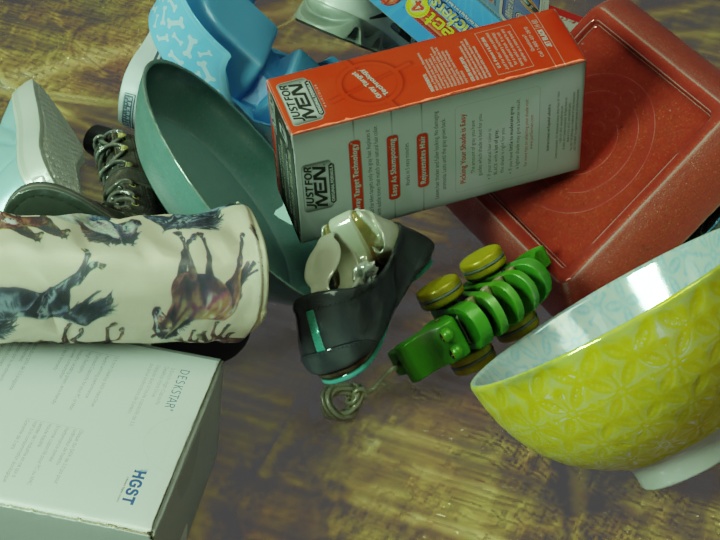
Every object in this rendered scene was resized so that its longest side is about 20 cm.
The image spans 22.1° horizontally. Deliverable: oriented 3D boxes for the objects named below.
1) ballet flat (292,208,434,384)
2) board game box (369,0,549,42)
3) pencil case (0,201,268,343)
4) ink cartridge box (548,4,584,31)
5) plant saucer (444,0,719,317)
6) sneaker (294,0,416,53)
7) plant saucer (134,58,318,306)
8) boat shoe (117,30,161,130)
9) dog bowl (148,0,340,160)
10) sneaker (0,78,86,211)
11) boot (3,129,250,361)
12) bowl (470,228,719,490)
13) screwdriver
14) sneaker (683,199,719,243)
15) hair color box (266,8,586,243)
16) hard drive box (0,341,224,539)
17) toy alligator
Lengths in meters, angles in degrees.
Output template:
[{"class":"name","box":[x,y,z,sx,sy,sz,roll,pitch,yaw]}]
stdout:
[{"class":"ballet flat","box":[0.000,0.000,1.158,0.073,0.073,0.200,13,25,9]},{"class":"board game box","box":[0.052,-0.242,1.367,0.196,0.056,0.200,39,29,-15]},{"class":"pencil case","box":[-0.155,0.000,1.044,0.199,0.078,0.090,0,31,-15]},{"class":"ink cartridge box","box":[0.137,-0.154,1.456,0.116,0.068,0.200,24,38,23]},{"class":"plant saucer","box":[0.159,-0.082,1.269,0.037,0.200,0.200,37,9,-46]},{"class":"sneaker","box":[0.022,-0.211,1.442,0.074,0.089,0.200,23,5,19]},{"class":"plant saucer","box":[-0.086,-0.049,1.210,0.200,0.036,0.200,48,16,-18]},{"class":"boat shoe","box":[-0.119,-0.165,1.433,0.090,0.071,0.201,14,42,2]},{"class":"dog bowl","box":[-0.070,-0.140,1.331,0.200,0.050,0.112,41,30,-17]},{"class":"sneaker","box":[-0.241,-0.073,1.274,0.082,0.074,0.200,-29,21,4]},{"class":"boot","box":[-0.154,-0.034,1.185,0.200,0.069,0.174,36,22,-35]},{"class":"bowl","box":[0.176,0.064,1.095,0.200,0.200,0.108,-32,93,-42]},{"class":"screwdriver","box":[-0.115,-0.054,1.314,0.200,0.028,0.029,30,70,20]},{"class":"sneaker","box":[0.257,-0.053,1.246,0.200,0.073,0.082,-51,49,0]},{"class":"hair color box","box":[0.044,-0.095,1.209,0.199,0.102,0.061,-15,48,-11]},{"class":"hard drive box","box":[-0.190,0.103,1.021,0.199,0.077,0.156,11,34,6]},{"class":"toy alligator","box":[0.062,0.037,1.158,0.200,0.059,0.054,-34,12,-30]}]
